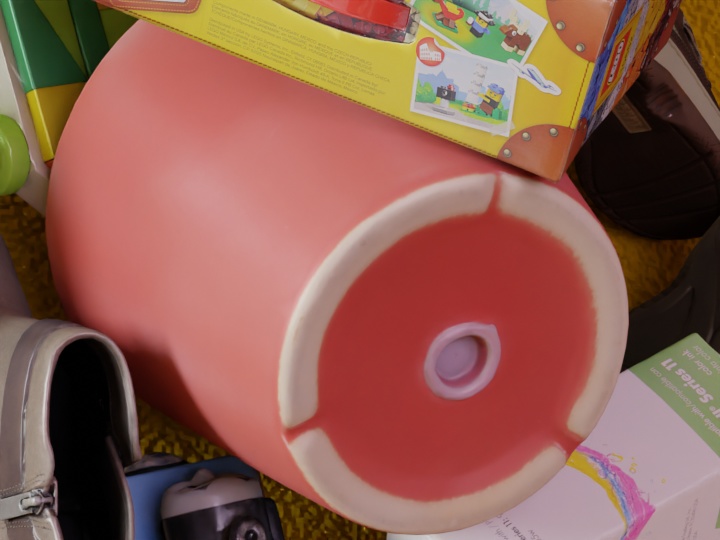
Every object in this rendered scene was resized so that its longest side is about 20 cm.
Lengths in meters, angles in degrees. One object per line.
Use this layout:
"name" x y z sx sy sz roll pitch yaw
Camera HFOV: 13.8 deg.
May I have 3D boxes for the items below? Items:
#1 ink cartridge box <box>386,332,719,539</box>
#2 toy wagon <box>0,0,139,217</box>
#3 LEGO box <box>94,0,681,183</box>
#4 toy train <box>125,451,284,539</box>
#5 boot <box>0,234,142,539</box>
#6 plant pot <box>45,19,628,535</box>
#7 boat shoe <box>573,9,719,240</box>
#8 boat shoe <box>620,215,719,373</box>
"ink cartridge box" 0.072 0.120 1.189 0.200 0.117 0.067 -26 54 -27
"toy wagon" -0.095 -0.068 1.216 0.155 0.040 0.201 -13 85 -44
"LEGO box" 0.013 -0.125 1.091 0.199 0.077 0.149 22 30 12
"toy train" -0.052 0.167 1.168 0.086 0.114 0.201 -9 84 -29
"boot" -0.130 0.043 1.135 0.070 0.146 0.201 -11 83 -27
"plant pot" 0.000 0.000 1.127 0.200 0.177 0.201 -11 116 -23
"boat shoe" 0.123 -0.087 1.291 0.202 0.074 0.075 57 35 -56
"boat shoe" 0.151 0.041 1.308 0.201 0.072 0.066 -46 137 -4
